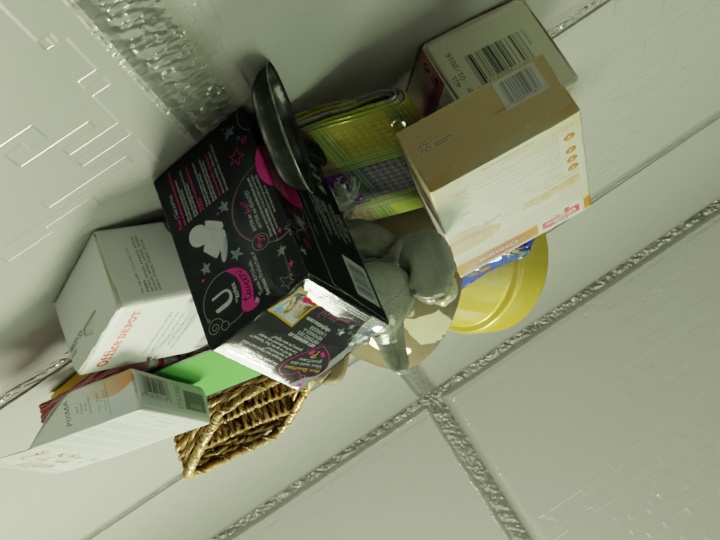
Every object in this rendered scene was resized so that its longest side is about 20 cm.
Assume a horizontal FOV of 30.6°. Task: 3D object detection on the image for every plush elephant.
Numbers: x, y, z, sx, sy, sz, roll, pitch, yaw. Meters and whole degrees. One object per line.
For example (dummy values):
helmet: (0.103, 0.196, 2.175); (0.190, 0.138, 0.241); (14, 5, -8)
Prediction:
plush elephant: (0.015, 0.025, 1.267); (0.163, 0.155, 0.201); (-20, 128, 1)

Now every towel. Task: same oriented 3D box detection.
towel: (0.013, -0.109, 1.275); (0.143, 0.023, 0.200); (-15, 151, 20)
towel: (-0.233, 0.125, 1.432); (0.144, 0.023, 0.199); (-32, 159, 29)

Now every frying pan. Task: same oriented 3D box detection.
frying pan: (-0.064, -0.127, 1.140); (0.031, 0.116, 0.190); (-18, -167, 5)

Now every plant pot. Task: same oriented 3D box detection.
plant pot: (0.000, 0.000, 1.448); (0.134, 0.202, 0.200); (13, 139, -34)
plant pot: (0.111, -0.015, 1.707); (0.188, 0.202, 0.201); (-3, 149, -45)

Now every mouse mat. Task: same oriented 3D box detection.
mouse mat: (-0.165, 0.111, 1.424); (0.199, 0.008, 0.161); (-22, 161, -1)

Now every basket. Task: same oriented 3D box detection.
basket: (-0.151, 0.173, 1.758); (0.142, 0.150, 0.199); (-19, 178, 42)

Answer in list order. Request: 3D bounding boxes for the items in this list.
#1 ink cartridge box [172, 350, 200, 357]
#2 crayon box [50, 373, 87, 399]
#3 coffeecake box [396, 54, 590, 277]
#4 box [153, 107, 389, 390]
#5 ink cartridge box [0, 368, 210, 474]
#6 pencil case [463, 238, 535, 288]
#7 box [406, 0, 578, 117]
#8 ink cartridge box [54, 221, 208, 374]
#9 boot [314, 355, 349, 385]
ink cartridge box: (-0.201, 0.071, 1.470); (0.200, 0.037, 0.095); (-51, 154, 9)
crayon box: (-0.282, 0.131, 1.586); (0.125, 0.052, 0.200); (-39, 166, 18)
coffeecake box: (0.132, -0.093, 1.248); (0.153, 0.073, 0.200); (-29, 154, 0)
box: (-0.081, -0.016, 1.158); (0.114, 0.201, 0.132); (-36, 143, 17)
ink cartridge box: (-0.280, 0.162, 1.382); (0.198, 0.051, 0.162); (-17, 163, 16)
pencil case: (0.114, -0.020, 1.485); (0.200, 0.087, 0.078); (-35, -172, 44)
box: (0.123, -0.167, 1.365); (0.127, 0.109, 0.200); (-28, 166, -18)
ink cartridge box: (-0.183, 0.019, 1.295); (0.199, 0.084, 0.144); (-11, 156, -36)
boot: (-0.022, 0.039, 1.802); (0.155, 0.071, 0.202); (-73, 177, -72)
